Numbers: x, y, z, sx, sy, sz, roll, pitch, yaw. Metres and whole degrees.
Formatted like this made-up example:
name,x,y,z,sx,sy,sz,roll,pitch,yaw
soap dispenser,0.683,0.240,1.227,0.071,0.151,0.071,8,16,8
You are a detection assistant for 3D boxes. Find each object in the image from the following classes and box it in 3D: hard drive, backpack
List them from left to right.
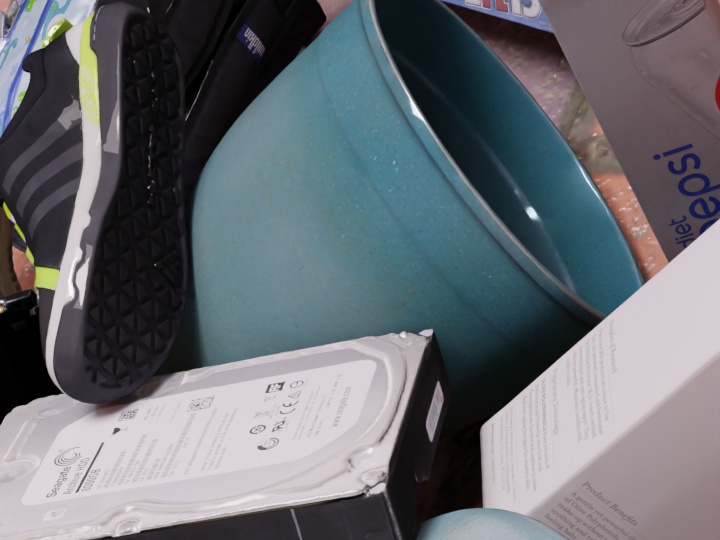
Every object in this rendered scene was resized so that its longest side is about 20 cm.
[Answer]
name,x,y,z,sx,sy,sz,roll,pitch,yaw
backpack,-0.127,-0.095,1.338,0.153,0.163,0.201,-9,55,36
hard drive,-0.069,0.084,1.027,0.199,0.038,0.140,-11,23,16

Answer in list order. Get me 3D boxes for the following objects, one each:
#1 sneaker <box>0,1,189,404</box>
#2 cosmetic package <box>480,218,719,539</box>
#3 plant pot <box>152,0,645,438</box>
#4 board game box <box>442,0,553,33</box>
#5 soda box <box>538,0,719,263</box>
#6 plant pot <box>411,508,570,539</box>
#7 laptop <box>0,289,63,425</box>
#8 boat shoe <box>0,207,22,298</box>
name,x,y,z,sx,sy,sz,roll,pitch,yaw
sneaker,-0.125,-0.026,1.110,0.082,0.072,0.201,-15,54,28
cosmetic package,0.151,0.057,1.000,0.200,0.107,0.085,-43,24,25
plant pot,0.000,0.000,1.151,0.188,0.200,0.201,-38,41,17
board game box,0.076,-0.184,1.325,0.135,0.035,0.199,-28,35,-35
soda box,0.137,-0.090,1.126,0.068,0.200,0.064,-19,45,13
plant pot,0.042,0.208,0.943,0.195,0.197,0.200,-39,28,-5
laptop,-0.174,0.032,1.209,0.199,0.178,0.104,-18,55,-4
boat shoe,-0.212,0.019,1.289,0.065,0.073,0.202,4,97,60
